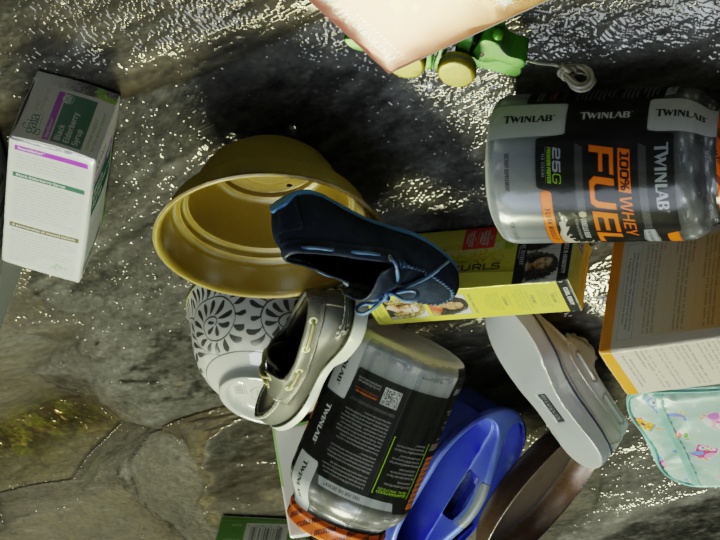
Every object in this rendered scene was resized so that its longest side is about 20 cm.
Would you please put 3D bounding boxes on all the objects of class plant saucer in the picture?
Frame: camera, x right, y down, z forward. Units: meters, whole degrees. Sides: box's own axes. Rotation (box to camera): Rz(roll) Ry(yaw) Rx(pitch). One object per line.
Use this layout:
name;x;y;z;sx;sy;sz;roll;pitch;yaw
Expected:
plant saucer;0.182;0.225;1.815;0.032;0.200;0.200;40;154;24

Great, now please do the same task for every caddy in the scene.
caddy;0.087;0.210;1.787;0.141;0.105;0.200;10;115;-50

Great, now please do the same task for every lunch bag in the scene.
lunch bag;0.347;0.143;1.713;0.160;0.077;0.200;-5;142;24

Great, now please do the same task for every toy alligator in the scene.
toy alligator;0.087;-0.179;1.358;0.199;0.059;0.054;10;145;4

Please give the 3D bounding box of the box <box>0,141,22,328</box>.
box;-0.407;-0.017;1.626;0.130;0.200;0.199;7;145;7

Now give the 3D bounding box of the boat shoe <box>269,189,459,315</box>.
boat shoe;0.000;0.000;1.503;0.200;0.069;0.084;19;143;-30

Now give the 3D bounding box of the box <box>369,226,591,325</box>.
box;0.105;0.002;1.599;0.200;0.075;0.050;-4;141;25

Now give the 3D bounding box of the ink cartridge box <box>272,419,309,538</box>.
ink cartridge box;-0.045;0.216;1.868;0.067;0.117;0.200;-10;175;1

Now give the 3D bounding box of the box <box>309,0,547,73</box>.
box;0.054;-0.251;1.227;0.200;0.107;0.152;-21;133;39

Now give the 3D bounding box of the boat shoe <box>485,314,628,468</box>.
boat shoe;0.195;0.094;1.704;0.200;0.070;0.071;54;151;-13

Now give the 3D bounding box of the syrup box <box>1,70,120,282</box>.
syrup box;-0.273;-0.082;1.597;0.081;0.079;0.200;16;145;-4

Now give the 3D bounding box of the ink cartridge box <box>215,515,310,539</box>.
ink cartridge box;-0.103;0.384;2.217;0.104;0.059;0.200;-1;143;19

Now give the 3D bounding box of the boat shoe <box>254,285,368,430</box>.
boat shoe;-0.059;0.080;1.635;0.060;0.072;0.202;14;139;-21

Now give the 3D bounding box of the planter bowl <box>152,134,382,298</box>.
planter bowl;-0.081;-0.061;1.546;0.200;0.084;0.201;-2;148;-1

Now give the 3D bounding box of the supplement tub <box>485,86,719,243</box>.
supplement tub;0.207;-0.083;1.400;0.199;0.123;0.123;-1;143;20

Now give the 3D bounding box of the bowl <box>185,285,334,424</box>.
bowl;-0.089;0.093;1.772;0.200;0.094;0.201;8;144;6

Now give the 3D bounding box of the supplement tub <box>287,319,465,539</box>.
supplement tub;0.010;0.158;1.679;0.122;0.200;0.123;22;-172;-3

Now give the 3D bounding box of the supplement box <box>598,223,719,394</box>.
supplement box;0.316;0.028;1.519;0.200;0.126;0.074;-9;139;30
